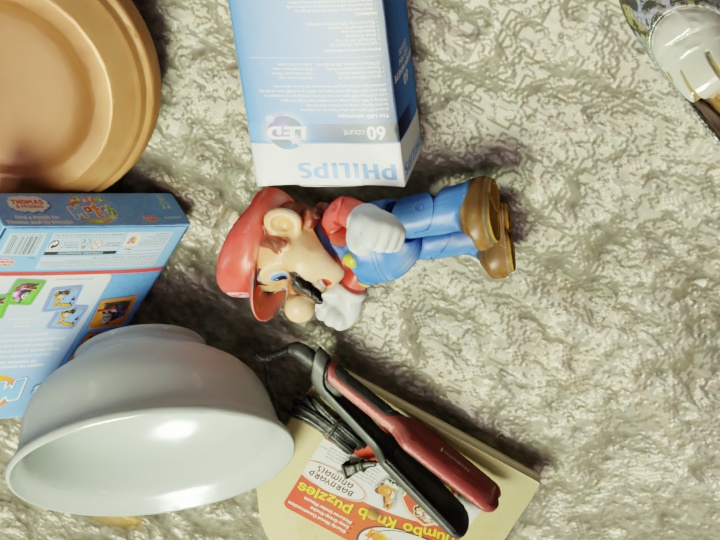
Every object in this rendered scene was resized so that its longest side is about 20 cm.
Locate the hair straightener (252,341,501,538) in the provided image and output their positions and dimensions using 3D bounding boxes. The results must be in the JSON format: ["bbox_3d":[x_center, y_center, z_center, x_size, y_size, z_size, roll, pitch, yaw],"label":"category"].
[{"bbox_3d":[0.000,0.122,1.354,0.200,0.041,0.077,37,122,-9],"label":"hair straightener"}]

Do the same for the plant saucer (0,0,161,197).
[{"bbox_3d":[-0.230,-0.126,1.267,0.200,0.037,0.201,6,122,10],"label":"plant saucer"}]

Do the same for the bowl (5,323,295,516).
[{"bbox_3d":[-0.150,0.097,1.356,0.201,0.091,0.201,-8,156,-4],"label":"bowl"}]

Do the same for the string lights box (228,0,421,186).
[{"bbox_3d":[-0.025,-0.152,1.218,0.103,0.059,0.200,1,121,14],"label":"string lights box"}]

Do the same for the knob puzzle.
[{"bbox_3d":[0.013,0.174,1.425,0.219,0.030,0.220,6,122,10],"label":"knob puzzle"}]

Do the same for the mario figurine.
[{"bbox_3d":[0.000,0.000,1.279,0.200,0.106,0.124,-8,120,17],"label":"mario figurine"}]

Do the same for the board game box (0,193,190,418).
[{"bbox_3d":[-0.225,0.028,1.337,0.037,0.151,0.200,55,128,30],"label":"board game box"}]

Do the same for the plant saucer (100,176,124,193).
[{"bbox_3d":[-0.256,-0.102,1.327,0.200,0.029,0.200,6,121,11],"label":"plant saucer"}]

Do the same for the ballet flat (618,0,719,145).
[{"bbox_3d":[0.227,-0.112,1.173,0.072,0.072,0.200,-35,107,29],"label":"ballet flat"}]
